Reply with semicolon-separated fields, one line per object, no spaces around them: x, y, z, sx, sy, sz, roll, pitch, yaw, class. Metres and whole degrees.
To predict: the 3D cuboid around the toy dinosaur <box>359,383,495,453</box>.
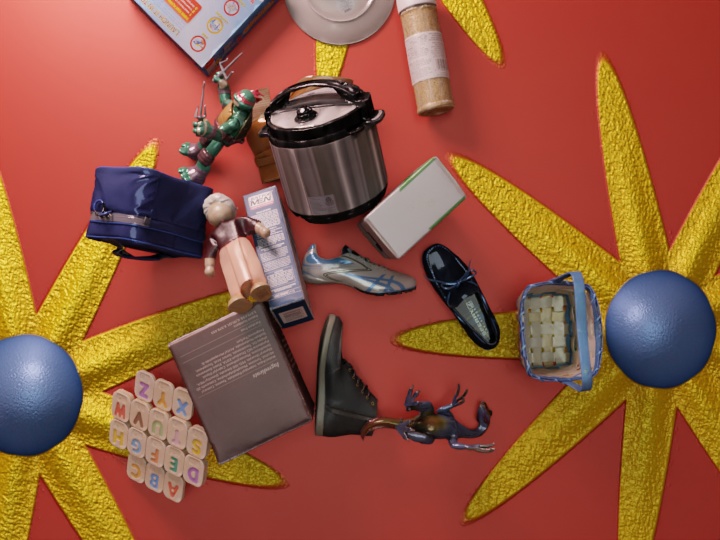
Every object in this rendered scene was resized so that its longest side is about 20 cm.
0.132;0.244;1.390;0.197;0.180;0.107;-8;67;38;toy dinosaur

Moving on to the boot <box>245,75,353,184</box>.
-0.094;-0.236;1.411;0.195;0.074;0.158;-12;90;6;boot

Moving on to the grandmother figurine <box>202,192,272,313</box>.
-0.194;-0.038;1.293;0.119;0.061;0.202;-25;60;-4;grandmother figurine

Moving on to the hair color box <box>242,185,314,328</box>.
-0.132;-0.020;1.354;0.059;0.100;0.204;-15;67;-1;hair color box

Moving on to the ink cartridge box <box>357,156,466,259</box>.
0.076;-0.094;1.344;0.146;0.200;0.083;-42;93;-2;ink cartridge box

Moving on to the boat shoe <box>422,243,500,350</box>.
0.178;0.038;1.406;0.084;0.069;0.201;-39;89;-3;boat shoe

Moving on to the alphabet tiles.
-0.327;0.270;1.360;0.196;0.015;0.200;18;109;23;alphabet tiles

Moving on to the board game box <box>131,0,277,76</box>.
-0.265;-0.473;1.416;0.200;0.056;0.196;44;88;1;board game box

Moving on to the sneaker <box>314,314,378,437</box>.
-0.020;0.176;1.401;0.104;0.075;0.205;3;97;-6;sneaker

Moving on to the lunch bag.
-0.336;-0.082;1.326;0.133;0.199;0.136;5;86;31;lunch bag

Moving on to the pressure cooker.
-0.052;-0.197;1.302;0.173;0.178;0.203;-26;122;-16;pressure cooker

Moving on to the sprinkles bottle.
0.110;-0.367;1.418;0.067;0.068;0.205;-10;88;-2;sprinkles bottle

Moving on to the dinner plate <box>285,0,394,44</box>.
-0.036;-0.491;1.442;0.195;0.024;0.205;0;89;-1;dinner plate

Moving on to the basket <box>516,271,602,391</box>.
0.322;0.093;1.342;0.136;0.200;0.181;-3;89;-1;basket

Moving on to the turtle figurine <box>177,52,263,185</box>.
-0.226;-0.238;1.346;0.100;0.151;0.201;32;123;-13;turtle figurine

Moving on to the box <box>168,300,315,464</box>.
-0.184;0.170;1.343;0.161;0.166;0.204;-24;88;-3;box

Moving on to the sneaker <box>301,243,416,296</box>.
0.000;0.000;1.401;0.195;0.072;0.074;10;94;-2;sneaker
